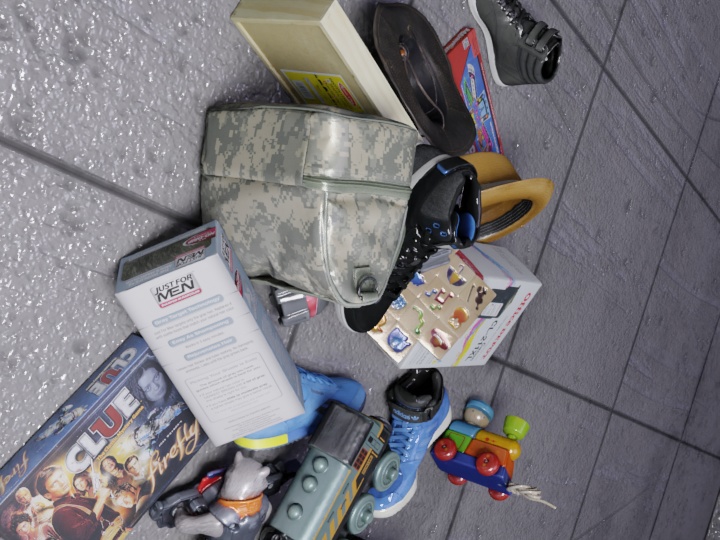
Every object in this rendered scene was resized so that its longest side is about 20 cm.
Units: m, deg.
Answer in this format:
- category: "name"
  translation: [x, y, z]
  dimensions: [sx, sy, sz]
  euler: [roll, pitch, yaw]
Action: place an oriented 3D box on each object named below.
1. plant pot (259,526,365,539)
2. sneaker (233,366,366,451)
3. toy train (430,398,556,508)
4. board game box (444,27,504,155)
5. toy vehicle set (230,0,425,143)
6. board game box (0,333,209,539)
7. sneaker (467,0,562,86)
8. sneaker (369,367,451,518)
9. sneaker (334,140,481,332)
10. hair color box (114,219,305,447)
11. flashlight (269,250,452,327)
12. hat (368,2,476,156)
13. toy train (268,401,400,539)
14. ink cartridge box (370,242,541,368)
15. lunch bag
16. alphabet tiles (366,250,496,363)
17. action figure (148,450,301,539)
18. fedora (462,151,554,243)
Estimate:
- category: "plant pot"
  translation: [-0.013, 0.418, 1.024]
  dimensions: [0.177, 0.197, 0.203]
  euler: [7, 98, -62]
- category: "sneaker"
  translation: [-0.061, 0.136, 0.956]
  dimensions: [0.199, 0.065, 0.080]
  euler: [-9, 105, -48]
- category: "toy train"
  translation: [0.209, 0.258, 1.218]
  dimensions: [0.116, 0.198, 0.085]
  euler: [-56, 137, -27]
- category: "board game box"
  translation: [0.137, -0.198, 1.117]
  dimensions: [0.103, 0.019, 0.202]
  euler: [-47, 134, -28]
- category: "toy vehicle set"
  translation: [-0.028, -0.182, 0.841]
  dimensions: [0.027, 0.123, 0.200]
  euler: [-59, 139, -17]
- category: "board game box"
  translation: [-0.235, 0.177, 0.783]
  dimensions: [0.200, 0.034, 0.136]
  euler: [-50, 135, -27]
- category: "sneaker"
  translation: [0.201, -0.320, 1.090]
  dimensions: [0.071, 0.098, 0.201]
  euler: [-48, 133, -26]
- category: "sneaker"
  translation: [0.053, 0.210, 1.104]
  dimensions: [0.200, 0.076, 0.112]
  euler: [-49, 141, -34]
- category: "sneaker"
  translation: [0.049, -0.019, 0.825]
  dimensions: [0.072, 0.111, 0.203]
  euler: [14, 100, -43]
- category: "hair color box"
  translation: [-0.134, 0.063, 0.799]
  dimensions: [0.098, 0.061, 0.202]
  euler: [-21, 125, 4]
- category: "flashlight"
  translation: [0.000, 0.000, 0.914]
  dimensions: [0.197, 0.068, 0.068]
  euler: [-17, 144, -12]
- category: "hat"
  translation: [0.046, -0.195, 0.946]
  dimensions: [0.200, 0.080, 0.203]
  euler: [40, 37, -39]
- category: "toy train"
  translation: [-0.032, 0.236, 0.912]
  dimensions: [0.201, 0.084, 0.114]
  euler: [-59, 145, -16]
- category: "ink cartridge box"
  translation: [0.121, 0.042, 1.089]
  dimensions: [0.199, 0.083, 0.147]
  euler: [5, 123, -50]
- category: "lunch bag"
  translation: [-0.055, -0.061, 0.796]
  dimensions: [0.138, 0.198, 0.171]
  euler: [2, 97, -47]
- category: "alphabet tiles"
  translation: [0.050, -0.005, 0.955]
  dimensions: [0.200, 0.008, 0.167]
  euler: [43, 83, -6]
- category: "action figure"
  translation: [-0.119, 0.276, 0.907]
  dimensions: [0.198, 0.104, 0.196]
  euler: [-14, 123, -43]
- category: "fedora"
  translation: [0.139, -0.091, 1.075]
  dimensions: [0.199, 0.200, 0.083]
  euler: [5, 60, -50]
